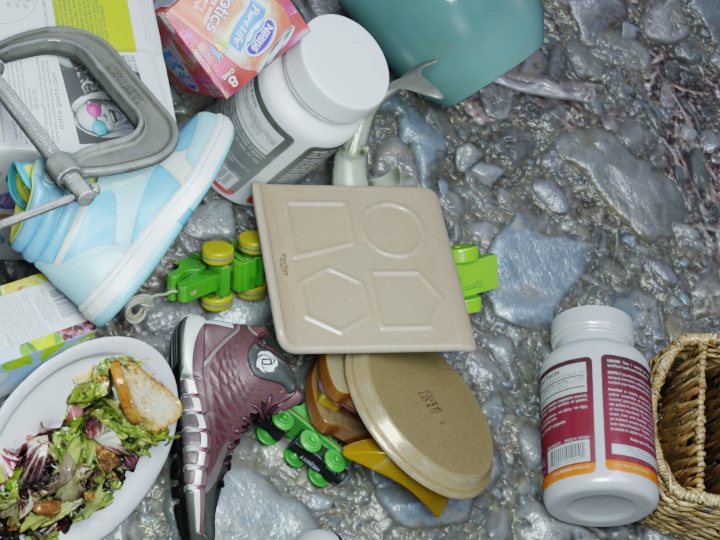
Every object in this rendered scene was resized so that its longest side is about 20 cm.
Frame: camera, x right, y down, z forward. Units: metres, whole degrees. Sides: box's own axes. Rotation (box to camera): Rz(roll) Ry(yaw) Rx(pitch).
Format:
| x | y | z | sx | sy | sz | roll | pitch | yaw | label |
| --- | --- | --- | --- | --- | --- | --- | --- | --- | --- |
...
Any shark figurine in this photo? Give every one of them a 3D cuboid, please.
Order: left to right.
| x | y | z | sx | sy | sz | roll | pitch | yaw | label |
| --- | --- | --- | --- | --- | --- | --- | --- | --- | --- |
| 0.006 | -0.115 | 1.505 | 0.127 | 0.216 | 0.090 | 13 | 11 | 3 | shark figurine |

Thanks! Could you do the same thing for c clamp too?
| x | y | z | sx | sy | sz | roll | pitch | yaw | label |
| --- | --- | --- | --- | --- | --- | --- | --- | --- | --- |
| -0.228 | -0.119 | 1.119 | 0.170 | 0.027 | 0.200 | -16 | 51 | -28 | c clamp |

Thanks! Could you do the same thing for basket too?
| x | y | z | sx | sy | sz | roll | pitch | yaw | label |
| --- | --- | --- | --- | --- | --- | --- | --- | --- | --- |
| 0.358 | 0.160 | 1.532 | 0.142 | 0.149 | 0.201 | 24 | 55 | -18 | basket |

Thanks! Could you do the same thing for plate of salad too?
| x | y | z | sx | sy | sz | roll | pitch | yaw | label |
| --- | --- | --- | --- | --- | --- | --- | --- | --- | --- |
| -0.215 | 0.147 | 1.177 | 0.048 | 0.201 | 0.199 | 29 | 40 | 35 | plate of salad |

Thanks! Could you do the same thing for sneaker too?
| x | y | z | sx | sy | sz | roll | pitch | yaw | label |
| --- | --- | --- | --- | --- | --- | --- | --- | --- | --- |
| -0.189 | -0.072 | 1.143 | 0.130 | 0.079 | 0.201 | 37 | 61 | -10 | sneaker |
| -0.101 | 0.137 | 1.283 | 0.115 | 0.076 | 0.202 | 1 | 80 | -17 | sneaker |

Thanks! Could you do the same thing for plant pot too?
| x | y | z | sx | sy | sz | roll | pitch | yaw | label |
| --- | --- | --- | --- | --- | --- | --- | --- | --- | --- |
| 0.101 | -0.273 | 1.598 | 0.200 | 0.200 | 0.161 | -38 | 98 | -39 | plant pot |

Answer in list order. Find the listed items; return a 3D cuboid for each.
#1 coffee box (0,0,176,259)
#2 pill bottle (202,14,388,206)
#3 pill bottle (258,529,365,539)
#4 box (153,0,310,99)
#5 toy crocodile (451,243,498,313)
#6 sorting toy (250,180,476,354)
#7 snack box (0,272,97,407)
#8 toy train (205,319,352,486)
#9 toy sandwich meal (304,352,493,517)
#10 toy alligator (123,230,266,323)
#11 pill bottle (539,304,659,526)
| x | y | z | sx | sy | sz | roll | pitch | yaw | label |
| --- | --- | --- | --- | --- | --- | --- | --- | --- | --- |
| -0.290 | -0.138 | 1.273 | 0.197 | 0.200 | 0.201 | 0 | 65 | -30 | coffee box |
| -0.066 | -0.150 | 1.409 | 0.113 | 0.200 | 0.115 | 16 | 59 | -30 | pill bottle |
| 0.000 | 0.285 | 1.268 | 0.199 | 0.112 | 0.113 | 17 | 57 | -22 | pill bottle |
| -0.135 | -0.223 | 1.353 | 0.100 | 0.200 | 0.096 | -40 | 109 | -10 | box |
| 0.069 | 0.017 | 1.492 | 0.199 | 0.061 | 0.068 | -20 | 107 | -45 | toy crocodile |
| 0.000 | 0.000 | 1.396 | 0.199 | 0.037 | 0.186 | 3 | 54 | -22 | sorting toy |
| -0.320 | 0.089 | 1.146 | 0.199 | 0.169 | 0.068 | -22 | 71 | -38 | snack box |
| -0.085 | 0.119 | 1.358 | 0.200 | 0.042 | 0.056 | 39 | 40 | -6 | toy train |
| 0.037 | 0.138 | 1.392 | 0.205 | 0.070 | 0.206 | 35 | 30 | -24 | toy sandwich meal |
| -0.145 | 0.002 | 1.380 | 0.199 | 0.060 | 0.054 | -18 | 34 | -37 | toy alligator |
| 0.235 | 0.142 | 1.490 | 0.112 | 0.113 | 0.201 | 17 | 57 | -22 | pill bottle |
